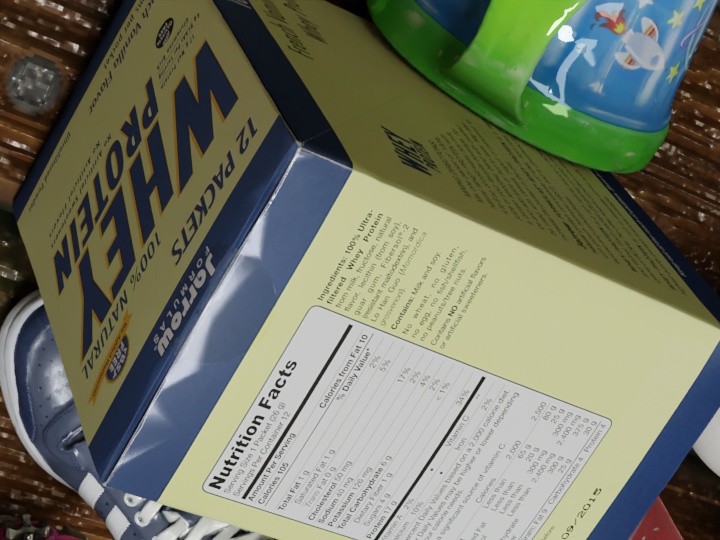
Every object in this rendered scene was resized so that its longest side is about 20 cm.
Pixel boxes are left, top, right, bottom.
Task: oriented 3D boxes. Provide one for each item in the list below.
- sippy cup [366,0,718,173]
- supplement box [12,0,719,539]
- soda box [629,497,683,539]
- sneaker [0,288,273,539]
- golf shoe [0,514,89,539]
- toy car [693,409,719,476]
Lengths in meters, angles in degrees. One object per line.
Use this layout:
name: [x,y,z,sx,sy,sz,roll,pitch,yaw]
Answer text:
sippy cup: [0.090,-0.130,0.760,0.139,0.178,0.131,19,115,-28]
supplement box: [0.000,0.000,0.719,0.199,0.200,0.135,22,110,-29]
soda box: [0.053,0.161,0.853,0.200,0.063,0.070,-36,105,-25]
sneaker: [-0.072,0.099,0.772,0.070,0.108,0.201,-33,114,-17]
golf shoe: [-0.191,0.158,0.749,0.199,0.073,0.093,-17,116,-10]
toy car: [0.215,0.076,0.906,0.184,0.177,0.200,-39,82,15]
